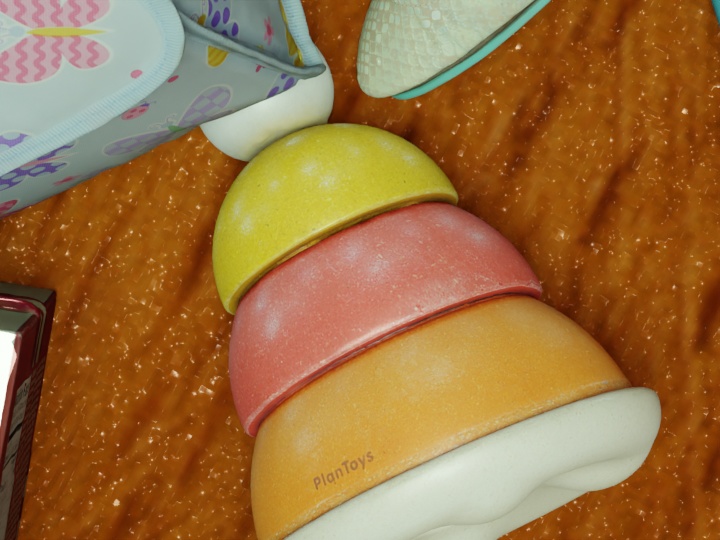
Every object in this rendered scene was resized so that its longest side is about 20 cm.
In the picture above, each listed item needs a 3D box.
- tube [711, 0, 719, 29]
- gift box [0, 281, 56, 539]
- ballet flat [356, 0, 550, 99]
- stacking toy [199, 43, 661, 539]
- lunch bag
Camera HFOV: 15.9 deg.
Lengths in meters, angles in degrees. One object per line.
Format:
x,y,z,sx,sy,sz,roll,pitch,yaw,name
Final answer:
0.143,-0.100,0.879,0.077,0.050,0.200,-21,96,-34,tube
-0.208,0.087,0.830,0.186,0.185,0.200,11,89,-3,gift box
0.060,-0.132,0.843,0.200,0.067,0.062,-36,122,25,ballet flat
0.000,0.000,0.865,0.146,0.146,0.200,-24,78,2,stacking toy
-0.128,-0.081,0.782,0.169,0.200,0.127,-23,77,15,lunch bag
